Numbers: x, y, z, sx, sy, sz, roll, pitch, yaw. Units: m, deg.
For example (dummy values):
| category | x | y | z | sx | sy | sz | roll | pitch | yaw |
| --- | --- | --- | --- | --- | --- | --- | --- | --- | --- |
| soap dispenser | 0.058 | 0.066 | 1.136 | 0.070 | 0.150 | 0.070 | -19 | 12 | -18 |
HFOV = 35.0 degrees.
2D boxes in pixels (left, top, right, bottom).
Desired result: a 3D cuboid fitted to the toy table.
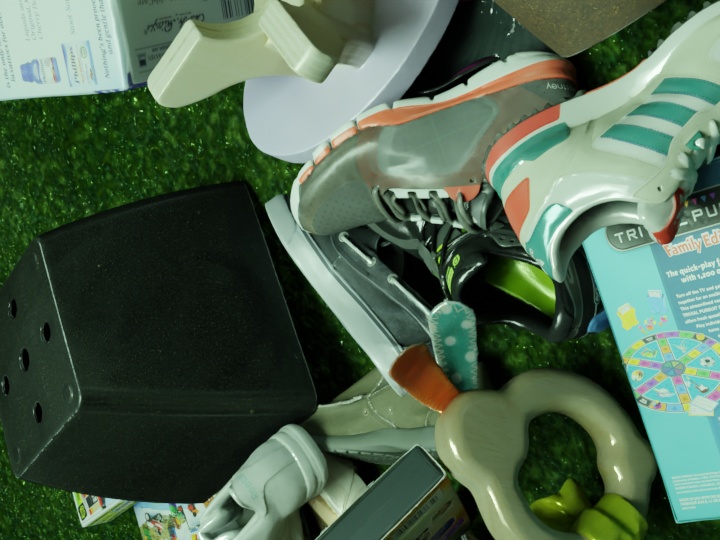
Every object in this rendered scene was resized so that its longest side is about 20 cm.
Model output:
| category | x | y | z | sx | sy | sz | roll | pitch | yaw |
| --- | --- | --- | --- | --- | --- | --- | --- | --- | --- |
| toy table | -0.036 | -0.167 | 0.700 | 0.184 | 0.116 | 0.202 | 41 | 107 | 38 |

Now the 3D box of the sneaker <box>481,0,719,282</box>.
| category | x | y | z | sx | sy | sz | roll | pitch | yaw |
| --- | --- | --- | --- | --- | --- | --- | --- | --- | --- |
| sneaker | 0.164 | -0.065 | 0.597 | 0.198 | 0.070 | 0.095 | -29 | 63 | 16 |

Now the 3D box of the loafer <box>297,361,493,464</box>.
| category | x | y | z | sx | sy | sz | roll | pitch | yaw |
| --- | --- | --- | --- | --- | --- | --- | --- | --- | --- |
| loafer | 0.028 | 0.102 | 0.835 | 0.198 | 0.075 | 0.071 | -9 | 69 | 44 |

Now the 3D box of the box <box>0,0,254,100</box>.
| category | x | y | z | sx | sy | sz | roll | pitch | yaw |
| --- | --- | --- | --- | --- | --- | --- | --- | --- | --- |
| box | -0.168 | -0.191 | 0.816 | 0.198 | 0.183 | 0.107 | 5 | 110 | 40 |

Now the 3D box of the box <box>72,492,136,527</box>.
| category | x | y | z | sx | sy | sz | roll | pitch | yaw |
| --- | --- | --- | --- | --- | --- | --- | --- | --- | --- |
| box | -0.251 | 0.125 | 1.074 | 0.110 | 0.034 | 0.203 | -37 | 67 | 43 |

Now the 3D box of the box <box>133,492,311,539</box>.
| category | x | y | z | sx | sy | sz | roll | pitch | yaw |
| --- | --- | --- | --- | --- | --- | --- | --- | --- | --- |
| box | -0.123 | 0.246 | 1.029 | 0.198 | 0.037 | 0.139 | -8 | 99 | 43 |

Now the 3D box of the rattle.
| category | x | y | z | sx | sy | sz | roll | pitch | yaw |
| --- | --- | --- | --- | --- | --- | --- | --- | --- | --- |
| rattle | 0.080 | 0.113 | 0.732 | 0.198 | 0.132 | 0.143 | 28 | 169 | -13 |

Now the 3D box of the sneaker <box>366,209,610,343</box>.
| category | x | y | z | sx | sy | sz | roll | pitch | yaw |
| --- | --- | --- | --- | --- | --- | --- | --- | --- | --- |
| sneaker | 0.072 | -0.016 | 0.734 | 0.198 | 0.082 | 0.072 | 32 | 124 | 30 |

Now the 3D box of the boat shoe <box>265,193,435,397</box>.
| category | x | y | z | sx | sy | sz | roll | pitch | yaw |
| --- | --- | --- | --- | --- | --- | --- | --- | --- | --- |
| boat shoe | 0.000 | 0.000 | 0.816 | 0.200 | 0.067 | 0.072 | 50 | 178 | 42 |

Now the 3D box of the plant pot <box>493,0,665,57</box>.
| category | x | y | z | sx | sy | sz | roll | pitch | yaw |
| --- | --- | --- | --- | --- | --- | --- | --- | --- | --- |
| plant pot | 0.094 | -0.223 | 0.596 | 0.186 | 0.187 | 0.202 | -24 | 103 | 43 |

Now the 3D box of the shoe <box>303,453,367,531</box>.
| category | x | y | z | sx | sy | sz | roll | pitch | yaw |
| --- | --- | --- | --- | --- | --- | --- | --- | --- | --- |
| shoe | -0.007 | 0.191 | 0.906 | 0.201 | 0.053 | 0.070 | 51 | 166 | 23 |

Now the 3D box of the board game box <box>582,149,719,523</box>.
| category | x | y | z | sx | sy | sz | roll | pitch | yaw |
| --- | --- | --- | --- | --- | --- | --- | --- | --- | --- |
| board game box | 0.220 | 0.033 | 0.644 | 0.150 | 0.047 | 0.203 | -17 | 93 | 43 |

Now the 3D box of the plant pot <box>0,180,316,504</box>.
| category | x | y | z | sx | sy | sz | roll | pitch | yaw |
| --- | --- | --- | --- | --- | --- | --- | --- | --- | --- |
| plant pot | -0.180 | 0.065 | 0.888 | 0.199 | 0.175 | 0.203 | -42 | 61 | 42 |

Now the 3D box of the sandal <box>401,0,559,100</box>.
| category | x | y | z | sx | sy | sz | roll | pitch | yaw |
| --- | --- | --- | --- | --- | --- | --- | --- | --- | --- |
| sandal | 0.055 | -0.145 | 0.726 | 0.199 | 0.048 | 0.077 | -18 | 93 | 43 |

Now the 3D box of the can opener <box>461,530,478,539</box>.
| category | x | y | z | sx | sy | sz | roll | pitch | yaw |
| --- | --- | --- | --- | --- | --- | --- | --- | --- | --- |
| can opener | 0.125 | 0.271 | 0.804 | 0.066 | 0.053 | 0.201 | -41 | 78 | 1 |

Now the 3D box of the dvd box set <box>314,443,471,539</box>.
| category | x | y | z | sx | sy | sz | roll | pitch | yaw |
| --- | --- | --- | --- | --- | --- | --- | --- | --- | --- |
| dvd box set | 0.007 | 0.193 | 0.757 | 0.029 | 0.146 | 0.200 | 44 | 173 | 21 |

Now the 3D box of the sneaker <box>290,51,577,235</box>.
| category | x | y | z | sx | sy | sz | roll | pitch | yaw |
| --- | --- | --- | --- | --- | --- | --- | --- | --- | --- |
| sneaker | 0.047 | -0.058 | 0.694 | 0.198 | 0.077 | 0.083 | -26 | 63 | 18 |

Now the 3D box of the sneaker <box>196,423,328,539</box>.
| category | x | y | z | sx | sy | sz | roll | pitch | yaw |
| --- | --- | --- | --- | --- | --- | --- | --- | --- | --- |
| sneaker | -0.089 | 0.195 | 0.878 | 0.075 | 0.088 | 0.202 | 45 | 144 | 23 |
